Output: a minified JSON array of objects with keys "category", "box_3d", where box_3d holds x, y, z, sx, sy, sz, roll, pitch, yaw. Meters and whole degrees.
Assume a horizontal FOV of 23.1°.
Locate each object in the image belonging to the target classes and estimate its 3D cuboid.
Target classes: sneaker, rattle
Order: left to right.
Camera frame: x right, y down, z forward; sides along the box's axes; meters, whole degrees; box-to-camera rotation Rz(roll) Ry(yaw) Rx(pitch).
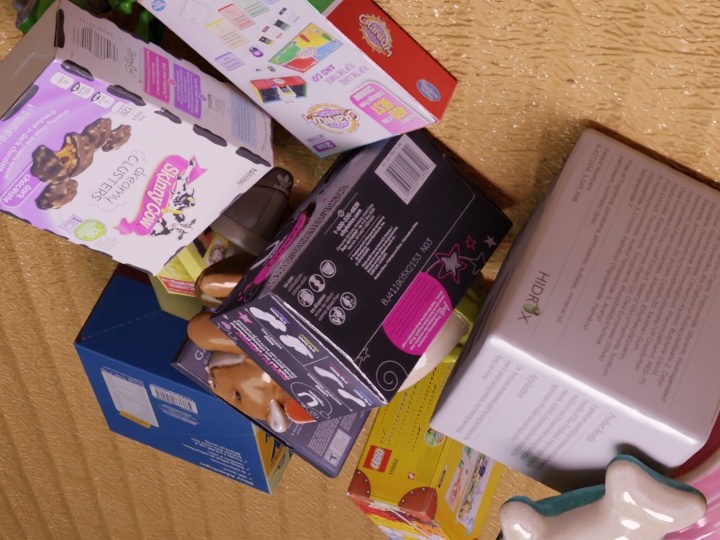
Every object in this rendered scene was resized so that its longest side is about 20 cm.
[{"category":"sneaker","box_3d":[-0.105,-0.078,1.482,0.070,0.076,0.200,32,-173,-33]},{"category":"rattle","box_3d":[0.056,0.097,1.484,0.143,0.130,0.200,36,109,-28]}]

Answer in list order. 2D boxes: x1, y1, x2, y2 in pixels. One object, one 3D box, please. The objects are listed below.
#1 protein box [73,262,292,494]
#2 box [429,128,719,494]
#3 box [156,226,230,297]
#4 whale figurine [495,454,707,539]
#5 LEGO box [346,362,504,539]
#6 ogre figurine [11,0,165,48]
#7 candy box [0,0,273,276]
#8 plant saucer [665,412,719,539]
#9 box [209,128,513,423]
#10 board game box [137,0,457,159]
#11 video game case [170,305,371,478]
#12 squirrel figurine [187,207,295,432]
[{"category":"protein box","box_3d":[-0.160,0.100,1.797,0.198,0.135,0.200,19,153,15]},{"category":"box","box_3d":[0.181,0.044,1.314,0.171,0.200,0.199,27,154,2]},{"category":"box","box_3d":[-0.186,-0.051,1.644,0.075,0.050,0.200,9,149,30]},{"category":"whale figurine","box_3d":[0.177,0.196,1.294,0.159,0.104,0.200,26,131,-4]},{"category":"LEGO box","box_3d":[0.077,0.139,1.559,0.077,0.200,0.149,12,159,26]},{"category":"ogre figurine","box_3d":[-0.206,-0.164,1.409,0.120,0.098,0.200,5,159,16]},{"category":"candy box","box_3d":[-0.195,-0.098,1.366,0.200,0.072,0.168,24,132,-32]},{"category":"plant saucer","box_3d":[0.256,0.137,1.418,0.200,0.201,0.051,-1,137,43]},{"category":"box","box_3d":[0.000,0.000,1.382,0.132,0.200,0.115,44,150,-13]},{"category":"board game box","box_3d":[-0.048,-0.171,1.311,0.200,0.040,0.153,40,151,-26]},{"category":"video game case","box_3d":[-0.068,0.085,1.677,0.200,0.143,0.019,37,155,-21]},{"category":"squirrel figurine","box_3d":[-0.055,0.052,1.574,0.199,0.142,0.187,1,120,-6]}]
